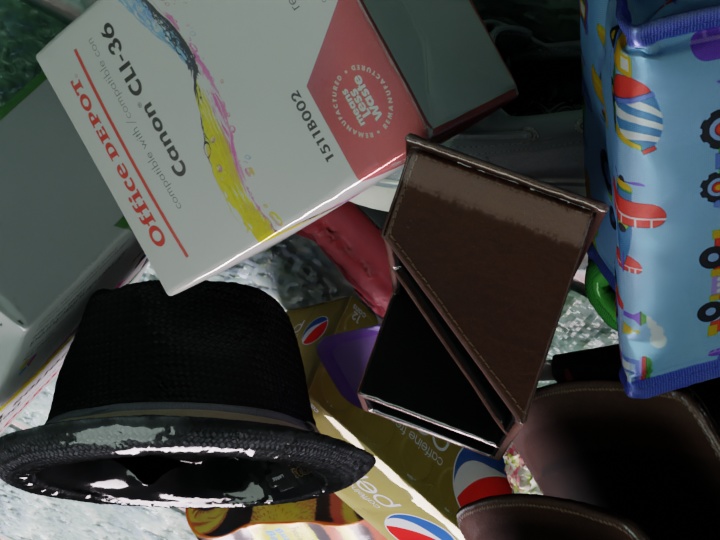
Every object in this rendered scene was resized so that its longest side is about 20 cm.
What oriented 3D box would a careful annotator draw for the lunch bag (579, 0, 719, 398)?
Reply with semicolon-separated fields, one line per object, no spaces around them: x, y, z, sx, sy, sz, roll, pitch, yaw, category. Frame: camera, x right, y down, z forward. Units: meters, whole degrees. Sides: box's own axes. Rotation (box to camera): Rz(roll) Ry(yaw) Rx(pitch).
0.178;-0.053;0.563;0.198;0.095;0.152;-7;129;2;lunch bag

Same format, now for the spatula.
0.076;0.042;0.763;0.198;0.021;0.057;-3;133;29;spatula

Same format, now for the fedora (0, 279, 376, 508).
-0.085;0.058;0.805;0.198;0.093;0.201;-2;164;-1;fedora

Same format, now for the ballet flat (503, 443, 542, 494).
0.153;0.164;0.947;0.075;0.064;0.200;-29;122;34;ballet flat

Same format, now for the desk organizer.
0.040;0.019;0.640;0.071;0.078;0.200;19;171;6;desk organizer

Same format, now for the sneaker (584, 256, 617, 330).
0.183;0.016;0.662;0.198;0.085;0.079;5;113;28;sneaker

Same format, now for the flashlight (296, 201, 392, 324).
0.000;0.000;0.800;0.200;0.068;0.068;43;-175;-34;flashlight

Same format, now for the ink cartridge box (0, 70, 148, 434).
-0.164;-0.005;0.827;0.084;0.145;0.200;41;148;0;ink cartridge box

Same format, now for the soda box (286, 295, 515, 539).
0.026;0.103;0.942;0.064;0.068;0.200;-14;131;47;soda box

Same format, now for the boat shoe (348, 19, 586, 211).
0.061;-0.069;0.672;0.199;0.070;0.072;3;133;25;boat shoe

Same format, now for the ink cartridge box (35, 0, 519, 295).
-0.049;-0.069;0.664;0.199;0.067;0.117;-30;89;42;ink cartridge box

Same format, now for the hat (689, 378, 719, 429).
0.222;0.088;0.741;0.199;0.203;0.081;7;-179;27;hat

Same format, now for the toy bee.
-0.059;0.150;1.036;0.199;0.109;0.131;-9;137;43;toy bee

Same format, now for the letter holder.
0.087;0.129;0.689;0.143;0.100;0.200;61;163;-2;letter holder
